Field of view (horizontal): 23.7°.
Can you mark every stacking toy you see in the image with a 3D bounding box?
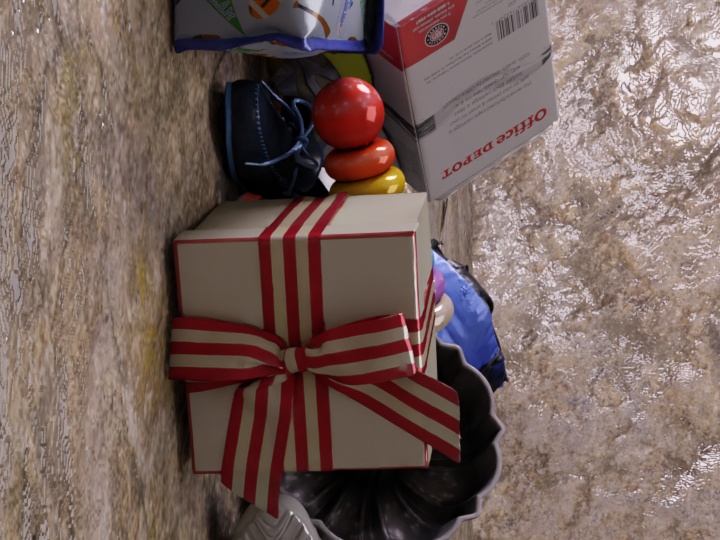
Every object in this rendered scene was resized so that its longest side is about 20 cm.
[{"bbox_3d":[0.011,-0.048,1.290,0.085,0.085,0.201,-66,145,-70],"label":"stacking toy"}]

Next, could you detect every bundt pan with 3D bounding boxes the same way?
[{"bbox_3d":[0.011,0.142,1.386,0.076,0.201,0.203,111,-15,-62],"label":"bundt pan"}]

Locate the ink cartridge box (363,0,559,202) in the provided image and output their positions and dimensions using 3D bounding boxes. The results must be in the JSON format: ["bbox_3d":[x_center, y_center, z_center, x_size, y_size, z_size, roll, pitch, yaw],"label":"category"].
[{"bbox_3d":[0.077,-0.177,1.402,0.083,0.147,0.200,43,-21,37],"label":"ink cartridge box"}]

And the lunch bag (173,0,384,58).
[{"bbox_3d":[-0.042,-0.233,1.197,0.200,0.123,0.171,-16,109,-70],"label":"lunch bag"}]

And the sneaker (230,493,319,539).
[{"bbox_3d":[-0.066,0.222,1.302,0.200,0.078,0.100,92,-3,-45],"label":"sneaker"}]

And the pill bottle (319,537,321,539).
[{"bbox_3d":[-0.006,0.191,1.507,0.200,0.115,0.116,-79,165,-54],"label":"pill bottle"}]

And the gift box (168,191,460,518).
[{"bbox_3d":[-0.023,0.054,1.185,0.187,0.184,0.201,-61,143,-77],"label":"gift box"}]

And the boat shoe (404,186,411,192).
[{"bbox_3d":[0.013,-0.072,1.622,0.074,0.069,0.200,42,3,-19],"label":"boat shoe"}]

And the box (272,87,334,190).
[{"bbox_3d":[-0.048,-0.148,1.511,0.119,0.041,0.201,21,67,-80],"label":"box"}]

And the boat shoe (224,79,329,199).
[{"bbox_3d":[-0.059,-0.094,1.327,0.200,0.068,0.085,63,28,-71],"label":"boat shoe"}]

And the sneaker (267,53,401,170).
[{"bbox_3d":[-0.026,-0.109,1.418,0.074,0.081,0.200,39,-24,47],"label":"sneaker"}]

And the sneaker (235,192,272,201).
[{"bbox_3d":[-0.048,0.013,1.354,0.200,0.082,0.077,74,17,-59],"label":"sneaker"}]

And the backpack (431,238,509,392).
[{"bbox_3d":[0.049,0.068,1.676,0.168,0.162,0.200,-44,156,-18],"label":"backpack"}]

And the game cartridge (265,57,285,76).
[{"bbox_3d":[-0.008,-0.258,1.369,0.200,0.176,0.032,80,-16,-48],"label":"game cartridge"}]
